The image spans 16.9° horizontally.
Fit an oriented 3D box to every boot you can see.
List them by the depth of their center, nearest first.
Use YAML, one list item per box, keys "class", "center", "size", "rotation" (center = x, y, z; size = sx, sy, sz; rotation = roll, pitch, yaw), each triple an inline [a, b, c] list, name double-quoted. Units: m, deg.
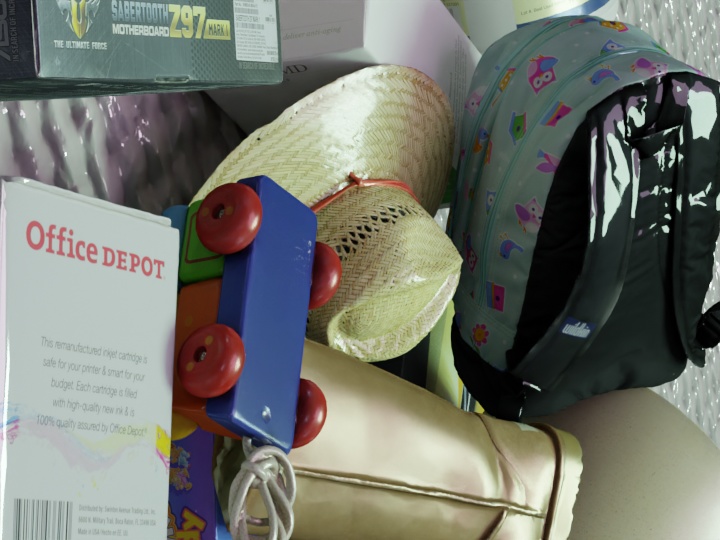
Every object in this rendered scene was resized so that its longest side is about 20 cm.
- class: "boot"
  center: [0.012, 0.137, 1.219]
  size: [0.199, 0.066, 0.177]
  rotation: [17, 75, -35]

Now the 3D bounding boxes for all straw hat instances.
- class: "straw hat"
  center: [0.000, 0.000, 1.239]
  size: [0.200, 0.085, 0.202]
  rotation: [-31, 143, -27]

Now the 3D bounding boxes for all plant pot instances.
- class: "plant pot"
  center: [0.114, 0.171, 1.381]
  size: [0.134, 0.199, 0.201]
  rotation: [-38, 125, -35]

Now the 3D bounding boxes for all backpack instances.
- class: "backpack"
  center: [0.120, -0.034, 1.310]
  size: [0.166, 0.126, 0.201]
  rotation: [-17, 127, -34]

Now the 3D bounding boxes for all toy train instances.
- class: "toy train"
  center: [-0.083, 0.062, 1.122]
  size: [0.085, 0.115, 0.201]
  rotation: [35, 53, -48]

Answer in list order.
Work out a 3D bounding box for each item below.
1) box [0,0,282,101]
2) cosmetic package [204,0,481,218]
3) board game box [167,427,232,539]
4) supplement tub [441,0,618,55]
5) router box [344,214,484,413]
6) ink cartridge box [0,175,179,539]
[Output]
- class: "box"
  center: [-0.142, -0.093, 0.955]
  size: [0.200, 0.157, 0.051]
  rotation: [-7, 94, -65]
- class: "cosmetic package"
  center: [-0.005, -0.107, 1.323]
  size: [0.200, 0.107, 0.085]
  rotation: [41, 47, -58]
- class: "board game box"
  center: [-0.063, 0.155, 1.256]
  size: [0.134, 0.044, 0.202]
  rotation: [0, 88, -66]
- class: "supplement tub"
  center: [0.073, -0.233, 1.463]
  size: [0.145, 0.144, 0.201]
  rotation: [-49, 133, -56]
- class: "router box"
  center: [0.032, 0.085, 1.465]
  size: [0.157, 0.052, 0.201]
  rotation: [43, 51, -58]
- class: "ink cartridge box"
  center: [-0.147, 0.071, 1.024]
  size: [0.147, 0.085, 0.202]
  rotation: [18, 71, -64]
